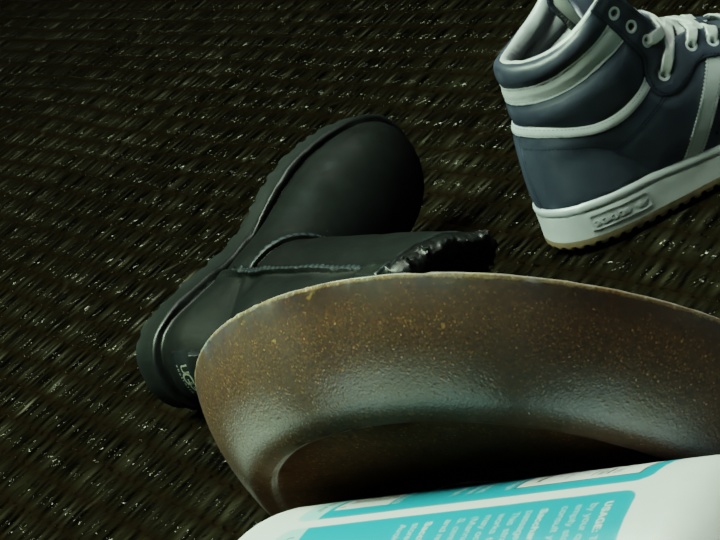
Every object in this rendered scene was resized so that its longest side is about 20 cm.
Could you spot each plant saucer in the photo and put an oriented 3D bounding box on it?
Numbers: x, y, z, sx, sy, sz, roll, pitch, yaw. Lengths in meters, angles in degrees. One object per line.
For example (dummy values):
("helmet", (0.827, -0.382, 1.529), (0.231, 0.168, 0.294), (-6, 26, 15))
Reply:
("plant saucer", (0.047, 0.059, 0.621), (0.199, 0.200, 0.032), (-11, 58, 37))

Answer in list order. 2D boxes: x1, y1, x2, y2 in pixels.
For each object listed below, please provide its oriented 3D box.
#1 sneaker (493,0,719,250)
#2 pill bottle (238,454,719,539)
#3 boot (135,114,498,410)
("sneaker", (0.153, -0.101, 0.972), (0.199, 0.109, 0.070), (-29, 20, -7))
("pill bottle", (0.058, 0.108, 0.552), (0.199, 0.111, 0.111), (-11, 24, 37))
("boot", (0.000, -0.001, 0.968), (0.198, 0.074, 0.162), (-46, 24, -28))
